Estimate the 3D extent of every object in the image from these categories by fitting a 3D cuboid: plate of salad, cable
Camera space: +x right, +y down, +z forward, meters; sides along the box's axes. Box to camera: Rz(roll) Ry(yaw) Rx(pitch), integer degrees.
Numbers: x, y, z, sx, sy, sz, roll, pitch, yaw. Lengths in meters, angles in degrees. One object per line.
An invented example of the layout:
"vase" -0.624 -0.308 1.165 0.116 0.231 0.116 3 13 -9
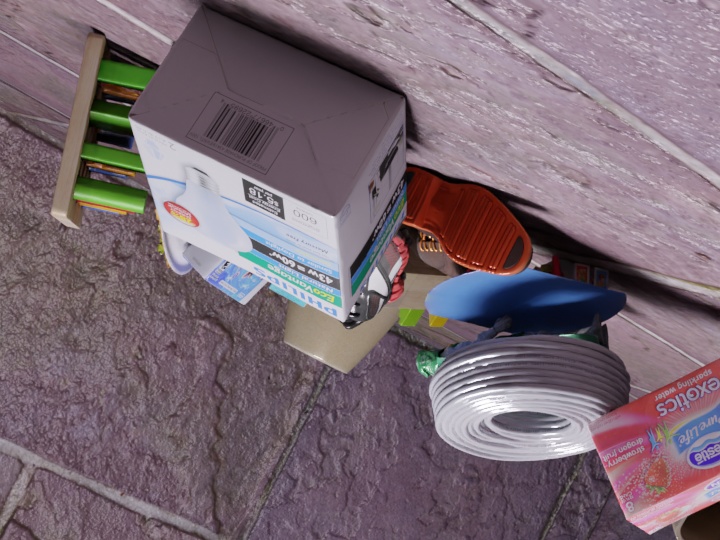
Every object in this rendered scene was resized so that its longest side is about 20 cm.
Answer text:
"plate of salad" -0.203 -0.097 1.760 0.047 0.203 0.200 5 171 12
"cable" 0.166 0.126 1.518 0.197 0.070 0.200 -2 154 11

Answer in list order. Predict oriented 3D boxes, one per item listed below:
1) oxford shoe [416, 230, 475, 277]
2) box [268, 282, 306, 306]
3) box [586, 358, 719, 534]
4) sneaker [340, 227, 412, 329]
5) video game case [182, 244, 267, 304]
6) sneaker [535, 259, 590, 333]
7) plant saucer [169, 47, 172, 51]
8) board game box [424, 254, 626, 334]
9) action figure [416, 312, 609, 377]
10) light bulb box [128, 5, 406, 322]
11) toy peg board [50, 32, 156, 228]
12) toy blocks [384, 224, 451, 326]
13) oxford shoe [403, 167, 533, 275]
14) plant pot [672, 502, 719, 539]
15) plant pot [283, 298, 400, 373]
"oxford shoe" 0.093 -0.022 1.612 0.072 0.072 0.200 11 175 0
"box" -0.042 -0.040 1.721 0.049 0.083 0.200 27 149 -6
"box" 0.325 0.153 1.432 0.095 0.199 0.104 34 -149 -61
"sneaker" 0.000 0.000 1.588 0.071 0.098 0.201 40 161 16
"video game case" -0.107 -0.050 1.811 0.045 0.181 0.200 44 180 13
"sneaker" 0.217 0.041 1.666 0.077 0.100 0.201 -10 142 8
"plant saucer" -0.109 -0.153 1.530 0.198 0.051 0.200 26 175 2
"board game box" 0.161 0.015 1.532 0.198 0.039 0.158 14 156 -29
"action figure" 0.151 0.082 1.569 0.198 0.055 0.118 -9 159 15
"light bulb box" -0.071 -0.085 1.300 0.197 0.125 0.201 26 157 14
"toy peg board" -0.276 -0.145 1.756 0.097 0.203 0.199 12 177 -5
"toy blocks" 0.051 -0.018 1.805 0.199 0.100 0.137 3 -143 -47
"oxford shoe" 0.107 -0.043 1.461 0.072 0.072 0.200 25 -172 -40
"plant pot" 0.462 0.231 1.748 0.198 0.202 0.177 27 -174 -7
"plant pot" -0.015 0.021 1.975 0.186 0.202 0.187 27 175 2
